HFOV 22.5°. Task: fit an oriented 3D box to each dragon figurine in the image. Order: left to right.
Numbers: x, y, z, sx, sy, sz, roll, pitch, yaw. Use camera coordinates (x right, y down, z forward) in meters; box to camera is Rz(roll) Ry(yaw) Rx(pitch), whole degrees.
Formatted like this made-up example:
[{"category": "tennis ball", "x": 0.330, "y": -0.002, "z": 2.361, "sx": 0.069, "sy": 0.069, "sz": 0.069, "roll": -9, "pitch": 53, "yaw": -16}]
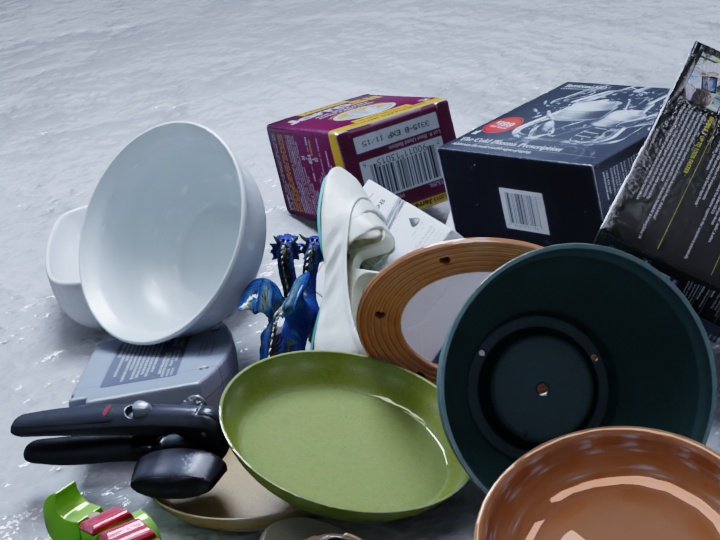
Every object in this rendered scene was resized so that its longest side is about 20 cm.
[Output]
[{"category": "dragon figurine", "x": -0.066, "y": 0.037, "z": 1.529, "sx": 0.059, "sy": 0.100, "sz": 0.200, "roll": -5, "pitch": 24, "yaw": 20}]

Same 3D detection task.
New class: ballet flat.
[{"category": "ballet flat", "x": 0.000, "y": 0.000, "z": 1.529, "sx": 0.069, "sy": 0.070, "sz": 0.201, "roll": -3, "pitch": 62, "yaw": 14}]

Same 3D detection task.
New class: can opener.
[{"category": "can opener", "x": -0.188, "y": 0.129, "z": 1.410, "sx": 0.199, "sy": 0.064, "sz": 0.079, "roll": 4, "pitch": 28, "yaw": 26}]

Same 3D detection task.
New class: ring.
[{"category": "ring", "x": 0.096, "y": 0.038, "z": 1.418, "sx": 0.199, "sy": 0.201, "sz": 0.019, "roll": -5, "pitch": 49, "yaw": 8}]

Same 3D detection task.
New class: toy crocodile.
[{"category": "toy crocodile", "x": -0.161, "y": 0.207, "z": 1.292, "sx": 0.067, "sy": 0.062, "sz": 0.200, "roll": -24, "pitch": 28, "yaw": -29}]

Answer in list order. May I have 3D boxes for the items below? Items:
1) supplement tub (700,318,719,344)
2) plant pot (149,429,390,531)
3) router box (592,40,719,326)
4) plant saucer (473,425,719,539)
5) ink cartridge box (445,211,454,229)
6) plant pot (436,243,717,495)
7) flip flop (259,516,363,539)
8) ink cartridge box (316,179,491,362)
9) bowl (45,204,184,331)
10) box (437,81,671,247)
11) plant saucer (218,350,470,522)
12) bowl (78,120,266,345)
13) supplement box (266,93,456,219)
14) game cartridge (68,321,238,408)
[{"category": "supplement tub", "x": 0.303, "y": -0.010, "z": 1.440, "sx": 0.199, "sy": 0.141, "sz": 0.140, "roll": 23, "pitch": 31, "yaw": 8}, {"category": "plant pot", "x": -0.073, "y": 0.152, "z": 1.428, "sx": 0.199, "sy": 0.028, "sz": 0.200, "roll": -8, "pitch": 25, "yaw": 4}, {"category": "router box", "x": 0.277, "y": -0.060, "z": 1.355, "sx": 0.149, "sy": 0.051, "sz": 0.200, "roll": 26, "pitch": 61, "yaw": 8}, {"category": "plant saucer", "x": 0.174, "y": 0.188, "z": 1.188, "sx": 0.199, "sy": 0.038, "sz": 0.201, "roll": -3, "pitch": 43, "yaw": 3}, {"category": "ink cartridge box", "x": 0.162, "y": -0.018, "z": 1.694, "sx": 0.175, "sy": 0.045, "sz": 0.200, "roll": -5, "pitch": 25, "yaw": 13}, {"category": "plant pot", "x": 0.144, "y": 0.086, "z": 1.327, "sx": 0.199, "sy": 0.201, "sz": 0.134, "roll": -13, "pitch": -3, "yaw": -9}, {"category": "flip flop", "x": -0.010, "y": 0.213, "z": 1.229, "sx": 0.081, "sy": 0.058, "sz": 0.200, "roll": -17, "pitch": 25, "yaw": -17}, {"category": "ink cartridge box", "x": 0.022, "y": -0.004, "z": 1.619, "sx": 0.116, "sy": 0.067, "sz": 0.200, "roll": -55, "pitch": 33, "yaw": 0}, {"category": "bowl", "x": -0.204, "y": -0.008, "z": 1.769, "sx": 0.199, "sy": 0.075, "sz": 0.200, "roll": -9, "pitch": 24, "yaw": -2}, {"category": "box", "x": 0.206, "y": -0.089, "z": 1.634, "sx": 0.182, "sy": 0.105, "sz": 0.200, "roll": -28, "pitch": 24, "yaw": -34}, {"category": "plant saucer", "x": -0.011, "y": 0.129, "z": 1.366, "sx": 0.199, "sy": 0.031, "sz": 0.200, "roll": 10, "pitch": 31, "yaw": -6}, {"category": "bowl", "x": -0.151, "y": -0.025, "z": 1.607, "sx": 0.200, "sy": 0.202, "sz": 0.090, "roll": 12, "pitch": -4, "yaw": 40}, {"category": "supplement box", "x": 0.005, "y": -0.115, "z": 1.850, "sx": 0.130, "sy": 0.104, "sz": 0.200, "roll": -20, "pitch": 13, "yaw": -21}, {"category": "game cartridge", "x": -0.172, "y": 0.090, "z": 1.552, "sx": 0.132, "sy": 0.042, "sz": 0.200, "roll": -6, "pitch": 14, "yaw": 2}]
